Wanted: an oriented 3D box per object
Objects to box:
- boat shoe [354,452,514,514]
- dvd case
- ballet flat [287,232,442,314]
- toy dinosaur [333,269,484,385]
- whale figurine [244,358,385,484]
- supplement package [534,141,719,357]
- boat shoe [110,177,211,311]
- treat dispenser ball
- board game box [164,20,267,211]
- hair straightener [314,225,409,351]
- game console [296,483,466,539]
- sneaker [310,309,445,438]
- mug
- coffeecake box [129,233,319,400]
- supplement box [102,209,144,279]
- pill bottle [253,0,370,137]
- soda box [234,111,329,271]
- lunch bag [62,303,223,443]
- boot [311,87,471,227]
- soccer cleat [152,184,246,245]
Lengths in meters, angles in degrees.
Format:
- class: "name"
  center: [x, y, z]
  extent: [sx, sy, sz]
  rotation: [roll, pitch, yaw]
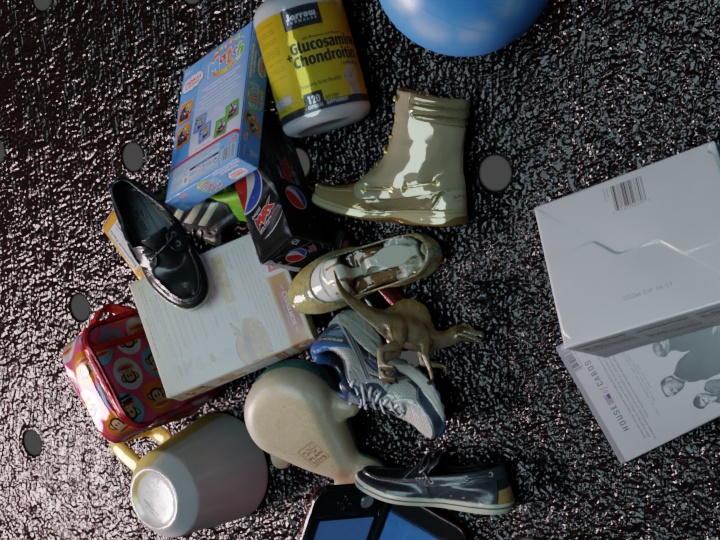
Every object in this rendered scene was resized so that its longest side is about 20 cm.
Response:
- class: "boat shoe"
  center: [0.088, 0.250, 1.348]
  extent: [0.198, 0.074, 0.063]
  rotation: [2, 96, 22]
- class: "dvd case"
  center: [0.330, 0.101, 1.212]
  extent: [0.199, 0.025, 0.151]
  rotation: [-34, 80, 30]
- class: "ballet flat"
  center: [0.000, 0.000, 1.330]
  extent: [0.198, 0.071, 0.072]
  rotation: [-17, 89, 9]
- class: "toy dinosaur"
  center: [0.043, 0.076, 1.311]
  extent: [0.058, 0.198, 0.102]
  rotation: [135, 151, -62]
- class: "whale figurine"
  center: [-0.053, 0.197, 1.426]
  extent: [0.200, 0.104, 0.159]
  rotation: [43, 118, -9]
- class: "supplement package"
  center: [0.301, -0.015, 1.140]
  extent: [0.198, 0.110, 0.158]
  rotation: [-20, 70, 31]
- class: "boat shoe"
  center: [-0.251, -0.038, 1.379]
  extent: [0.074, 0.066, 0.201]
  rotation: [-29, 67, -2]
- class: "treat dispenser ball"
  center: [0.109, -0.327, 1.176]
  extent: [0.199, 0.200, 0.204]
  rotation: [5, 100, 30]
- class: "board game box"
  center: [-0.176, -0.191, 1.391]
  extent: [0.150, 0.036, 0.202]
  rotation: [-24, 54, 42]
- class: "hair straightener"
  center: [-0.005, 0.025, 1.387]
  extent: [0.200, 0.041, 0.077]
  rotation: [46, 118, 11]
- class: "game console"
  center: [0.009, 0.377, 1.391]
  extent: [0.119, 0.171, 0.202]
  rotation: [41, 120, 48]
- class: "sneaker"
  center: [0.017, 0.142, 1.356]
  extent: [0.200, 0.085, 0.077]
  rotation: [41, 147, 22]
- class: "mug"
  center: [-0.241, 0.284, 1.504]
  extent: [0.185, 0.153, 0.151]
  rotation: [-5, 95, 31]
- class: "coffeecake box"
  center: [-0.170, 0.055, 1.418]
  extent: [0.198, 0.073, 0.155]
  rotation: [-22, 79, 3]
- class: "supplement box"
  center: [-0.264, -0.009, 1.524]
  extent: [0.069, 0.066, 0.201]
  rotation: [-44, 75, 30]
- class: "pill bottle"
  center: [-0.064, -0.269, 1.339]
  extent: [0.111, 0.112, 0.202]
  rotation: [-16, 89, 31]
- class: "soda box"
  center: [-0.108, -0.102, 1.380]
  extent: [0.063, 0.070, 0.202]
  rotation: [-39, 57, 31]
- class: "lunch bag"
  center: [-0.291, 0.121, 1.483]
  extent: [0.082, 0.199, 0.177]
  rotation: [-37, 80, 34]
- class: "boot"
  center: [0.036, -0.137, 1.322]
  extent: [0.198, 0.073, 0.158]
  rotation: [8, 102, 28]
- class: "soccer cleat"
  center: [-0.216, -0.072, 1.466]
  extent: [0.197, 0.068, 0.082]
  rotation: [-4, 102, 13]
